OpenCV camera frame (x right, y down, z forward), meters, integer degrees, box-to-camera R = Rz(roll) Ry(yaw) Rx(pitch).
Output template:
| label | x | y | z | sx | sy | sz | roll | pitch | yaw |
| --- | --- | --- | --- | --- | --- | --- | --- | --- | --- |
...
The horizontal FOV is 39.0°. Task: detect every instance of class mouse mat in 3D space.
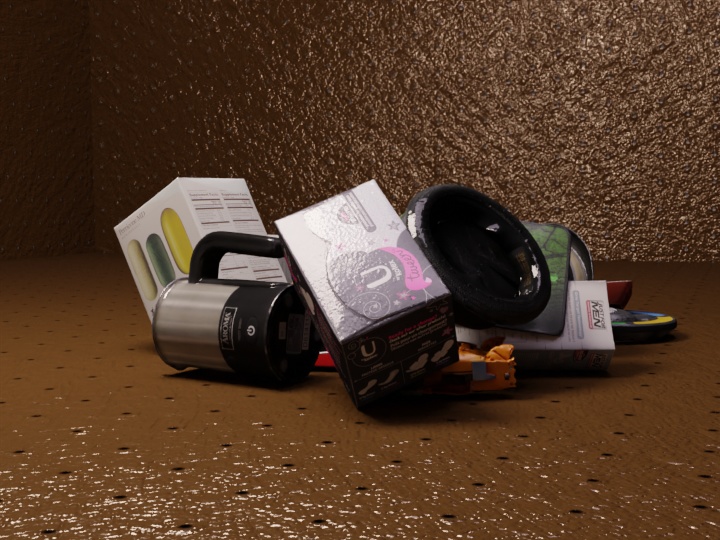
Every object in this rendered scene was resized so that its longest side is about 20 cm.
| label | x | y | z | sx | sy | sz | roll | pitch | yaw |
| --- | --- | --- | --- | --- | --- | --- | --- | --- | --- |
| mouse mat | 0.166 | -0.001 | 1.288 | 0.196 | 0.163 | 0.008 | 7 | -30 | 7 |

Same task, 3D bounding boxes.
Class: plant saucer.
| label | x | y | z | sx | sy | sz | roll | pitch | yaw |
| --- | --- | --- | --- | --- | --- | --- | --- | --- | --- |
| plant saucer | 0.361 | 0.052 | 1.724 | 0.196 | 0.037 | 0.199 | -3 | -9 | 15 |

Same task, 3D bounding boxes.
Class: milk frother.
| label | x | y | z | sx | sy | sz | roll | pitch | yaw |
| --- | --- | --- | --- | --- | --- | --- | --- | --- | --- |
| milk frother | -0.124 | 0.058 | 1.294 | 0.185 | 0.183 | 0.200 | 4 | -20 | 33 |

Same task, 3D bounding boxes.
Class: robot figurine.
| label | x | y | z | sx | sy | sz | roll | pitch | yaw |
| --- | --- | --- | --- | --- | --- | --- | --- | --- | --- |
| robot figurine | 0.073 | 0.107 | 1.158 | 0.196 | 0.059 | 0.145 | 0 | 4 | 1 |

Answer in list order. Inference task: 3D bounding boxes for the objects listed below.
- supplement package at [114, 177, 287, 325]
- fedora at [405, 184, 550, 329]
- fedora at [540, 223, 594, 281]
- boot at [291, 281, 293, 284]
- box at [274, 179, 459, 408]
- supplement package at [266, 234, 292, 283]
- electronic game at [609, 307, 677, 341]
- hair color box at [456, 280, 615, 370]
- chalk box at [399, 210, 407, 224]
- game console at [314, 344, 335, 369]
| label | x | y | z | sx | sy | sz | roll | pitch | yaw |
| --- | --- | --- | --- | --- | --- | --- | --- | --- | --- |
| supplement package | -0.225 | -0.009 | 1.467 | 0.151 | 0.203 | 0.150 | -31 | -13 | 31 |
| fedora | 0.125 | -0.002 | 1.207 | 0.198 | 0.203 | 0.092 | -3 | -36 | -32 |
| fedora | 0.233 | 0.014 | 1.435 | 0.091 | 0.204 | 0.199 | 17 | -7 | -35 |
| boot | -0.060 | 0.032 | 1.438 | 0.200 | 0.072 | 0.166 | -44 | -3 | 8 |
| box | 0.007 | 0.019 | 1.099 | 0.130 | 0.116 | 0.201 | -23 | 49 | -9 |
| supplement package | -0.205 | 0.020 | 1.676 | 0.197 | 0.159 | 0.110 | 3 | 4 | 37 |
| electronic game | 0.394 | 0.080 | 1.593 | 0.196 | 0.042 | 0.200 | -1 | 5 | 0 |
| hair color box | 0.213 | 0.070 | 1.283 | 0.196 | 0.100 | 0.061 | -1 | -31 | 2 |
| chalk box | 0.089 | 0.005 | 1.384 | 0.197 | 0.126 | 0.124 | 11 | -38 | -33 |
| game console | -0.009 | 0.110 | 1.384 | 0.174 | 0.032 | 0.200 | -5 | 3 | 12 |
